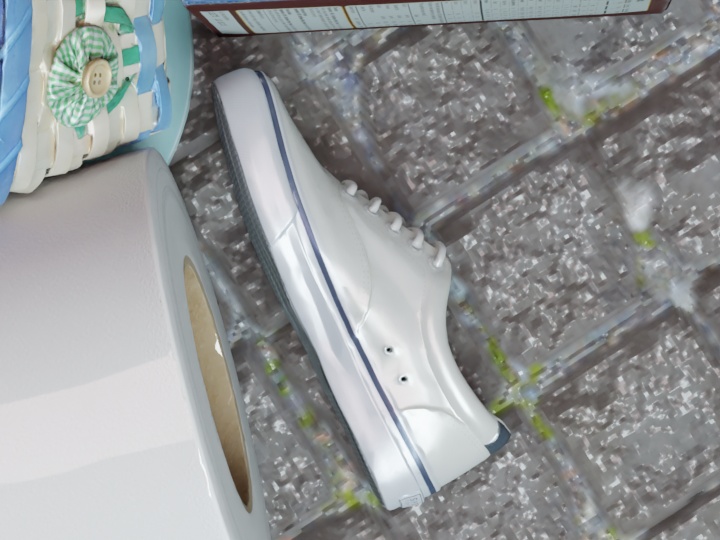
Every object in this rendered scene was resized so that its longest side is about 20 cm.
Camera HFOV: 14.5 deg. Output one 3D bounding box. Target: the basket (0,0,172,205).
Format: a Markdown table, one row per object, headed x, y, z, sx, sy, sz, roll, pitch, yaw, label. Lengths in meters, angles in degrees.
| x | y | z | sx | sy | sz | roll | pitch | yaw | label |
| --- | --- | --- | --- | --- | --- | --- | --- | --- | --- |
| -0.172 | -0.110 | 1.081 | 0.200 | 0.139 | 0.177 | -12 | 114 | -31 | basket |

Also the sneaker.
| x | y | z | sx | sy | sz | roll | pitch | yaw | label |
| --- | --- | --- | --- | --- | --- | --- | --- | --- | --- |
| 0.000 | 0.000 | 1.205 | 0.071 | 0.073 | 0.200 | -25 | 97 | -7 | sneaker |

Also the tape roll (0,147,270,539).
| x | y | z | sx | sy | sz | roll | pitch | yaw | label |
| --- | --- | --- | --- | --- | --- | --- | --- | --- | --- |
| -0.123 | 0.063 | 1.140 | 0.139 | 0.203 | 0.203 | -15 | 89 | 2 | tape roll |

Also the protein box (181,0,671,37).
| x | y | z | sx | sy | sz | roll | pitch | yaw | label |
| --- | --- | --- | --- | --- | --- | --- | --- | --- | --- |
| 0.028 | -0.204 | 1.166 | 0.199 | 0.135 | 0.199 | -2 | 90 | 3 | protein box |

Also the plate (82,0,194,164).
| x | y | z | sx | sy | sz | roll | pitch | yaw | label |
| --- | --- | --- | --- | --- | --- | --- | --- | --- | --- |
| -0.172 | -0.092 | 1.231 | 0.200 | 0.026 | 0.201 | 0 | 91 | 2 | plate |
